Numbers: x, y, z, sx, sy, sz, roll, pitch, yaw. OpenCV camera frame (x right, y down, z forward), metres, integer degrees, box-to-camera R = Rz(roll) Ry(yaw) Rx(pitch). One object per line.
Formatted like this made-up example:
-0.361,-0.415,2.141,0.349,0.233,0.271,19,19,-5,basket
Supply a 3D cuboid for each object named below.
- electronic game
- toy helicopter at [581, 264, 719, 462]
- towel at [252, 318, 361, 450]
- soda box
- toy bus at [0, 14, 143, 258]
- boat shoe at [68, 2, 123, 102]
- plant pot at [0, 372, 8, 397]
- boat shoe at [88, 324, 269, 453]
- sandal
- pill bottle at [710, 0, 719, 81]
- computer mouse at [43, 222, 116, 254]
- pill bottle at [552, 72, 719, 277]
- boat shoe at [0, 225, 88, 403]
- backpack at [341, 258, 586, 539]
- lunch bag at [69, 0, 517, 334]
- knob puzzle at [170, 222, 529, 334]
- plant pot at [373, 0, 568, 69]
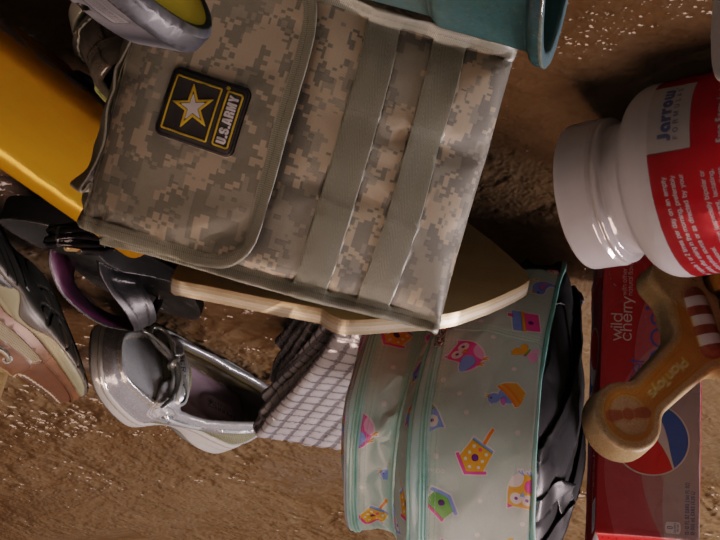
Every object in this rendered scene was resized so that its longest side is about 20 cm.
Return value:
-0.138,-0.176,1.057,0.042,0.200,0.200,-41,139,11,electronic game
0.210,0.057,1.434,0.132,0.200,0.079,49,147,2,toy helicopter
0.032,0.058,1.611,0.165,0.086,0.200,11,152,-16,towel
0.183,0.089,1.509,0.070,0.201,0.063,4,154,1,soda box
-0.188,-0.091,1.297,0.200,0.078,0.065,37,97,-32,toy bus
-0.080,-0.095,1.325,0.072,0.060,0.201,-38,135,27,boat shoe
-0.342,0.110,1.647,0.185,0.201,0.187,4,155,2,plant pot
-0.126,0.082,1.703,0.065,0.075,0.202,-16,152,25,boat shoe
-0.176,0.005,1.558,0.075,0.048,0.200,6,164,32,sandal
0.279,-0.125,1.153,0.199,0.115,0.114,6,154,-2,pill bottle
-0.111,-0.011,1.458,0.199,0.034,0.059,2,-173,-38,computer mouse
0.215,-0.057,1.306,0.199,0.113,0.112,-10,150,27,pill bottle
-0.249,0.029,1.589,0.074,0.076,0.200,-26,140,2,boat shoe
0.065,0.102,1.430,0.152,0.200,0.176,2,125,0,backpack
-0.040,-0.074,1.236,0.199,0.165,0.118,15,-176,-20,lunch bag
0.000,0.000,1.394,0.219,0.220,0.031,7,114,-4,knob puzzle
-0.001,-0.200,0.985,0.195,0.201,0.200,10,155,7,plant pot
